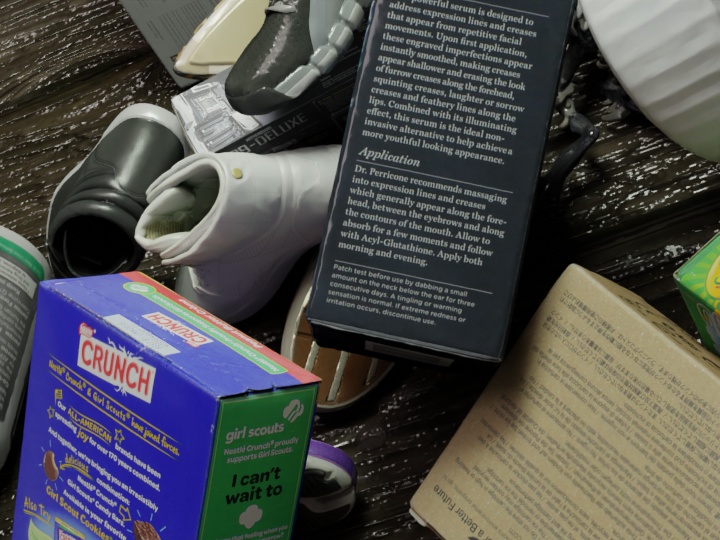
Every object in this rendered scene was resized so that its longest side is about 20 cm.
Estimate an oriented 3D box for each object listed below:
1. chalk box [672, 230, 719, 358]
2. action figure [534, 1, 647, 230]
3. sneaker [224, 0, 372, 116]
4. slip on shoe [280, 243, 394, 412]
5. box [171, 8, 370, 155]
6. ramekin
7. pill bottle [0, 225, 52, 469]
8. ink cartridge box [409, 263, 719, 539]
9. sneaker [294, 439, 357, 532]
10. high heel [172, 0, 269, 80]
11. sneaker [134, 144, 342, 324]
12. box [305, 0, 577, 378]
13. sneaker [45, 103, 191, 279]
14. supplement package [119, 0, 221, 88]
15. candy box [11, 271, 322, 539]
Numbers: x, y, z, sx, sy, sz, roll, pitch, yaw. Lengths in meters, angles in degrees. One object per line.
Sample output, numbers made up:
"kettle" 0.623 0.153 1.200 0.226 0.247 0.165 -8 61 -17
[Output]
"chalk box" 0.255 0.024 1.028 0.125 0.124 0.200 -42 46 -9
"action figure" 0.144 -0.127 1.228 0.102 0.119 0.200 4 64 55
"sneaker" -0.037 -0.193 1.146 0.075 0.116 0.200 11 58 52
"slip on shoe" 0.000 0.000 1.242 0.061 0.076 0.200 140 149 -66
"box" -0.003 -0.112 1.263 0.200 0.158 0.050 -28 72 7
"ramekin" 0.203 -0.155 1.063 0.098 0.200 0.201 -29 40 38
"pill bottle" -0.276 0.072 1.294 0.113 0.113 0.200 -10 49 23
"ink cartridge box" 0.142 0.118 1.013 0.200 0.075 0.165 42 104 43
"sneaker" -0.079 0.093 1.195 0.200 0.081 0.083 16 56 38
"high heel" -0.044 -0.155 1.333 0.200 0.143 0.072 -26 86 -18
"sneaker" -0.096 -0.022 1.215 0.200 0.115 0.074 -42 58 49
"box" 0.042 -0.051 1.085 0.107 0.148 0.200 12 83 2
"sneaker" -0.176 -0.019 1.277 0.200 0.071 0.099 -50 12 51
"supplement package" -0.084 -0.267 1.441 0.200 0.152 0.151 -23 45 11
"candy box" -0.116 0.122 1.110 0.077 0.200 0.169 -10 28 -41
